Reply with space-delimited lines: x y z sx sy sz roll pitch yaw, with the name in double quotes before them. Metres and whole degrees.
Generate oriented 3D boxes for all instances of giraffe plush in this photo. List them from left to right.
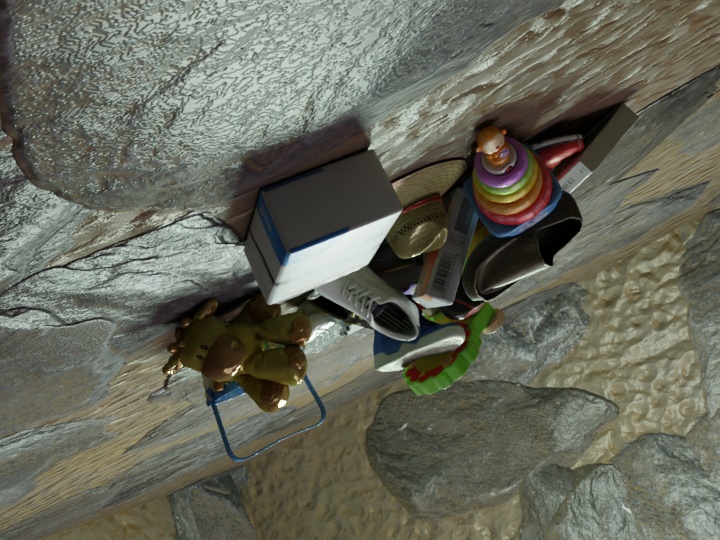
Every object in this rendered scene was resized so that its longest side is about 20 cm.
"giraffe plush" -0.192 0.109 1.655 0.199 0.174 0.162 7 175 30

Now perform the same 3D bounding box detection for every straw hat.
"straw hat" 0.074 -0.062 1.545 0.200 0.086 0.201 -24 169 -5

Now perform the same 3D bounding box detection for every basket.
"basket" -0.166 0.183 1.822 0.176 0.201 0.139 -23 177 -29

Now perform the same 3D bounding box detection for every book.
"book" 0.319 -0.147 1.690 0.134 0.048 0.200 -48 179 -29

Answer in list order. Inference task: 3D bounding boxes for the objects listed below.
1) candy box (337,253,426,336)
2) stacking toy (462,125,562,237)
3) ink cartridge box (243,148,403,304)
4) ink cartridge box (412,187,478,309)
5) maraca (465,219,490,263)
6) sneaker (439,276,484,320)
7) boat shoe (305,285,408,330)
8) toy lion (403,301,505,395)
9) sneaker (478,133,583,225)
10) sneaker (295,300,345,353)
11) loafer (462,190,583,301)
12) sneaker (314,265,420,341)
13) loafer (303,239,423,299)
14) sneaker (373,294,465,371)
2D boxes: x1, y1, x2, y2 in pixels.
"candy box" 0.042 0.028 1.929 0.167 0.072 0.200 -24 168 -12
"stacking toy" 0.185 -0.135 1.484 0.116 0.110 0.200 -33 155 3
"ink cartridge box" -0.050 -0.046 1.340 0.144 0.085 0.200 -22 167 -18
"ink cartridge box" 0.109 -0.028 1.674 0.050 0.163 0.200 20 171 -13
"maraca" 0.208 -0.031 1.709 0.136 0.108 0.200 -24 -179 -10
"sneaker" 0.164 0.027 1.823 0.087 0.073 0.200 -59 -179 40
"boat shoe" -0.004 0.053 1.752 0.060 0.072 0.200 -5 -168 -42
"toy lion" 0.133 0.122 1.875 0.192 0.069 0.200 -51 -159 -20
"sneaker" 0.243 -0.127 1.632 0.199 0.085 0.077 -33 169 34
"sneaker" -0.077 0.086 1.879 0.076 0.081 0.200 -29 172 -3
"loafer" 0.224 -0.029 1.570 0.200 0.070 0.075 -43 123 3
"sneaker" 0.007 0.033 1.620 0.073 0.199 0.071 -59 -159 9
"loafer" 0.000 0.000 1.701 0.199 0.073 0.073 -29 169 19
"sneaker" 0.085 0.084 1.811 0.076 0.112 0.200 4 160 -33
